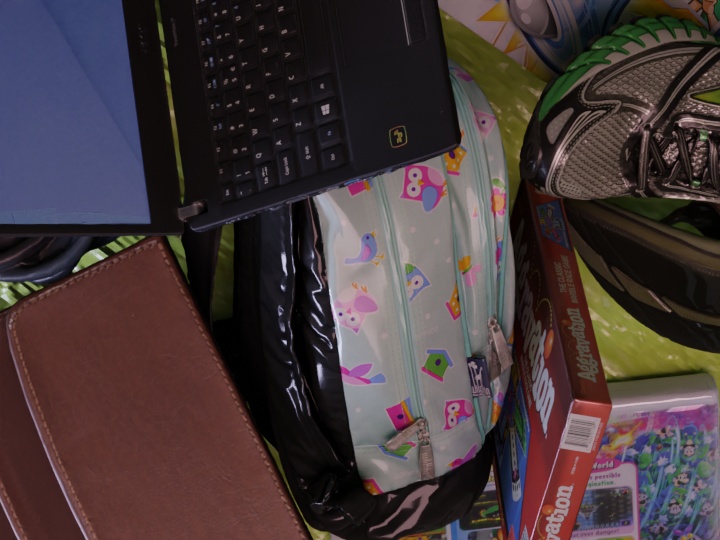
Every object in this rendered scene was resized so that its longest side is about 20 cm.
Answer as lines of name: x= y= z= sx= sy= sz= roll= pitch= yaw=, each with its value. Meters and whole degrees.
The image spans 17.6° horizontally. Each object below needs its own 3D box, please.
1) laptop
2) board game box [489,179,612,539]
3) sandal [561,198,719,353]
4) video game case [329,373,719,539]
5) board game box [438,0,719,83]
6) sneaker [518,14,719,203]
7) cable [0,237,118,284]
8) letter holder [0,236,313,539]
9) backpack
laptop: x=-0.081 y=-0.113 z=0.932 sx=0.200 sy=0.178 sz=0.103 roll=-16 pitch=163 yaw=25
board game box: x=0.078 y=0.047 z=1.035 sx=0.019 sy=0.200 sz=0.103 roll=10 pitch=118 yaw=-8
sandal: x=0.183 y=-0.001 z=1.059 sx=0.201 sy=0.057 sz=0.080 roll=13 pitch=147 yaw=32
video game case: x=0.085 y=0.142 z=1.193 sx=0.200 sy=0.024 sz=0.182 roll=-6 pitch=120 yaw=0
board game box: x=0.084 y=-0.163 z=1.011 sx=0.200 sy=0.034 sz=0.135 roll=32 pitch=113 yaw=-21
sneaker: x=0.161 y=-0.062 z=1.007 sx=0.200 sy=0.085 sz=0.078 roll=-10 pitch=136 yaw=-23
cable: x=-0.182 y=-0.072 z=1.042 sx=0.200 sy=0.051 sz=0.163 roll=22 pitch=111 yaw=-13
letter holder: x=-0.113 y=0.105 z=1.041 sx=0.142 sy=0.101 sz=0.200 roll=-26 pitch=92 yaw=-12
backpack: x=0.000 y=0.000 z=1.041 sx=0.126 sy=0.167 sz=0.200 roll=-17 pitch=121 yaw=-22
